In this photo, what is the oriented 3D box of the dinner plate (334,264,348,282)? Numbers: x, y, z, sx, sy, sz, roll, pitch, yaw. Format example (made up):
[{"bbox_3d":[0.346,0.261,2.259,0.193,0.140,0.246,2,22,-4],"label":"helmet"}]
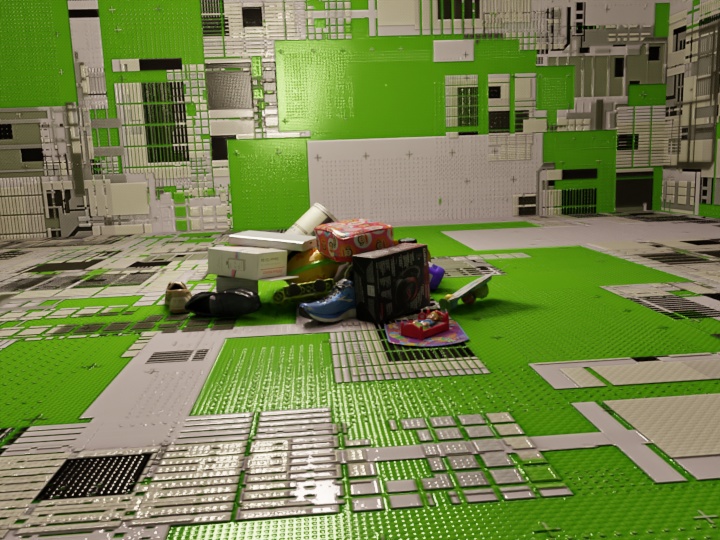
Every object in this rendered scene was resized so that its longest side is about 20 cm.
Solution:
[{"bbox_3d":[-0.049,-0.021,1.777,0.200,0.024,0.200,-35,24,19],"label":"dinner plate"}]

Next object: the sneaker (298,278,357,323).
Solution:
[{"bbox_3d":[-0.055,0.064,1.448,0.199,0.090,0.078,-10,11,-39],"label":"sneaker"}]

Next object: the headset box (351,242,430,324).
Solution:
[{"bbox_3d":[0.080,0.023,1.464,0.199,0.149,0.075,-16,16,-42],"label":"headset box"}]

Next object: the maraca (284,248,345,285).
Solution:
[{"bbox_3d":[-0.106,-0.009,1.669,0.199,0.107,0.137,-19,-4,-4],"label":"maraca"}]

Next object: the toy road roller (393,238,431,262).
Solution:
[{"bbox_3d":[0.111,-0.023,1.820,0.199,0.124,0.146,-7,11,-27],"label":"toy road roller"}]

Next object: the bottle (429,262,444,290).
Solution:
[{"bbox_3d":[0.127,-0.015,1.729,0.199,0.066,0.084,25,5,7],"label":"bottle"}]

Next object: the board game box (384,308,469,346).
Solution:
[{"bbox_3d":[0.129,0.107,1.301,0.157,0.039,0.200,-2,9,-2],"label":"board game box"}]

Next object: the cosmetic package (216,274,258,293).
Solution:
[{"bbox_3d":[-0.315,0.041,1.655,0.106,0.091,0.200,0,7,-11],"label":"cosmetic package"}]

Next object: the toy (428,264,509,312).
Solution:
[{"bbox_3d":[0.263,0.054,1.522,0.200,0.047,0.115,-23,-4,-38],"label":"toy"}]

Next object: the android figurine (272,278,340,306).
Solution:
[{"bbox_3d":[-0.118,0.053,1.550,0.181,0.041,0.200,-9,-8,-1],"label":"android figurine"}]

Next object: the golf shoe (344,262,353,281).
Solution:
[{"bbox_3d":[0.000,0.000,1.584,0.088,0.078,0.200,-2,15,27],"label":"golf shoe"}]

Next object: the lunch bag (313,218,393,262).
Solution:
[{"bbox_3d":[-0.006,-0.080,1.567,0.175,0.082,0.200,-14,16,-21],"label":"lunch bag"}]

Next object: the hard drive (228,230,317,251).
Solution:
[{"bbox_3d":[-0.221,-0.077,1.666,0.199,0.026,0.132,6,10,14],"label":"hard drive"}]

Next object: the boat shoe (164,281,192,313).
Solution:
[{"bbox_3d":[-0.463,0.058,1.644,0.071,0.065,0.200,-6,11,-21],"label":"boat shoe"}]

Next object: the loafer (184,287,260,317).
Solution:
[{"bbox_3d":[-0.321,0.080,1.498,0.200,0.068,0.070,-3,16,29],"label":"loafer"}]

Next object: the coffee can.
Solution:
[{"bbox_3d":[-0.147,-0.068,1.794,0.200,0.146,0.146,-45,20,-8],"label":"coffee can"}]

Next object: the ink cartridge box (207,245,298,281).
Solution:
[{"bbox_3d":[-0.258,-0.019,1.564,0.199,0.068,0.116,7,9,29],"label":"ink cartridge box"}]
